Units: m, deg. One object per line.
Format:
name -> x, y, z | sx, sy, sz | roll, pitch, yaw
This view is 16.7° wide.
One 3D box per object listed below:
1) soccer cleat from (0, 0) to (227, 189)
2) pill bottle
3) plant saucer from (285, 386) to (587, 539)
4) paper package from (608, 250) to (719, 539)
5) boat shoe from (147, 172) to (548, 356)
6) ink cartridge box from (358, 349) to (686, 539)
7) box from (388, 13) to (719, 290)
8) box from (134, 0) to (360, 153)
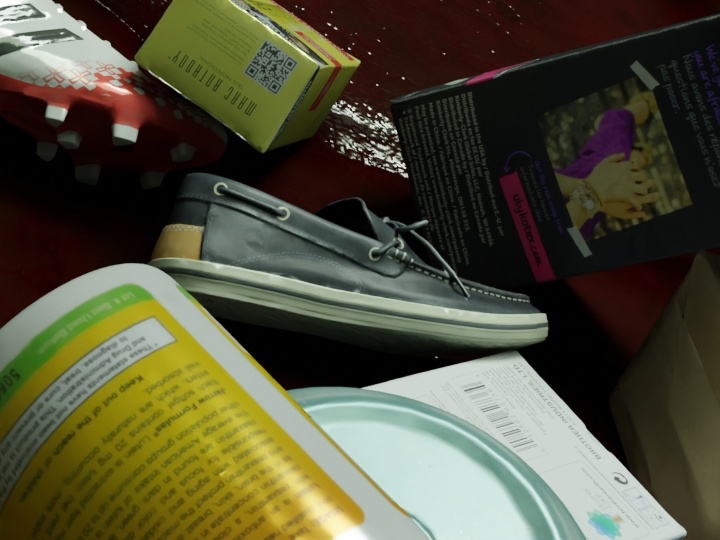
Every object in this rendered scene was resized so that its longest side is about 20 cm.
soccer cleat -> -0.149, -0.098, 1.097 | 0.199, 0.069, 0.085 | 16, 65, -20
pill bottle -> -0.043, 0.101, 0.808 | 0.200, 0.111, 0.111 | 44, 31, 23
plant saucer -> 0.006, 0.114, 0.910 | 0.199, 0.036, 0.200 | 9, 48, -10
paper package -> 0.235, 0.105, 1.146 | 0.199, 0.104, 0.191 | 19, 32, -22
boat shoe -> 0.000, 0.000, 1.097 | 0.199, 0.075, 0.062 | 13, 76, -26
ink cartridge box -> 0.039, 0.099, 1.027 | 0.119, 0.042, 0.200 | 47, 30, 23
box -> 0.134, -0.059, 1.178 | 0.122, 0.200, 0.106 | -17, 94, -54
box -> -0.049, -0.098, 1.162 | 0.075, 0.050, 0.200 | 35, 6, 2
